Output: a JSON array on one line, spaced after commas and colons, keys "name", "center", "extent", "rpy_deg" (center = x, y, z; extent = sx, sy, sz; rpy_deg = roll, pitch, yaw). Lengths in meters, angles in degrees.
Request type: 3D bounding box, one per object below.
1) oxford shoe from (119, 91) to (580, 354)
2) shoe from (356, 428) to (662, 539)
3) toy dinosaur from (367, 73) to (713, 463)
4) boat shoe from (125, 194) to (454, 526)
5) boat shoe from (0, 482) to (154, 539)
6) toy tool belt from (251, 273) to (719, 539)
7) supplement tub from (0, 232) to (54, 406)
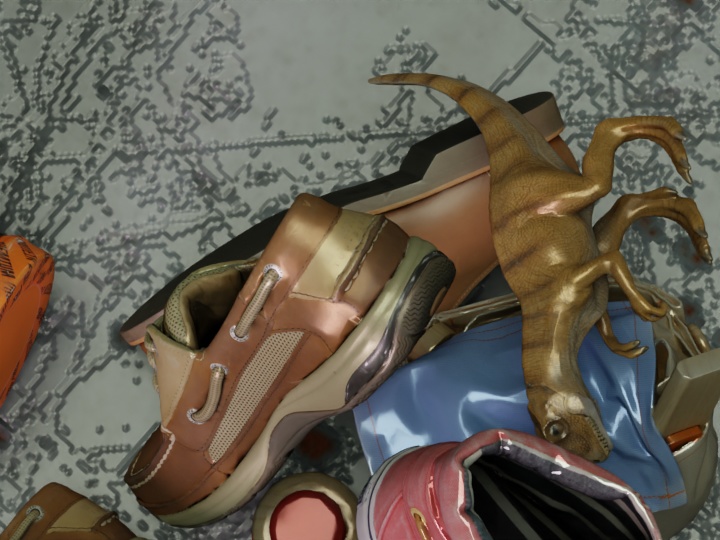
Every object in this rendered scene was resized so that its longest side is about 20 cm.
[{"name": "oxford shoe", "center": [0.000, 0.000, 1.171], "extent": [0.200, 0.071, 0.071], "rpy_deg": [-23, 102, 2]}, {"name": "shoe", "center": [0.085, 0.135, 0.990], "extent": [0.200, 0.091, 0.071], "rpy_deg": [47, 69, -5]}, {"name": "toy dinosaur", "center": [0.071, -0.027, 1.084], "extent": [0.106, 0.060, 0.200], "rpy_deg": [-17, 56, 1]}, {"name": "boat shoe", "center": [-0.041, 0.028, 1.098], "extent": [0.074, 0.200, 0.076], "rpy_deg": [37, 48, -9]}, {"name": "boat shoe", "center": [-0.164, 0.168, 1.147], "extent": [0.074, 0.076, 0.200], "rpy_deg": [41, 76, 13]}, {"name": "toy tool belt", "center": [0.049, 0.072, 1.126], "extent": [0.200, 0.123, 0.125], "rpy_deg": [-19, 80, -1]}, {"name": "supplement tub", "center": [-0.231, -0.006, 1.149], "extent": [0.200, 0.123, 0.123], "rpy_deg": [26, 82, 6]}]
